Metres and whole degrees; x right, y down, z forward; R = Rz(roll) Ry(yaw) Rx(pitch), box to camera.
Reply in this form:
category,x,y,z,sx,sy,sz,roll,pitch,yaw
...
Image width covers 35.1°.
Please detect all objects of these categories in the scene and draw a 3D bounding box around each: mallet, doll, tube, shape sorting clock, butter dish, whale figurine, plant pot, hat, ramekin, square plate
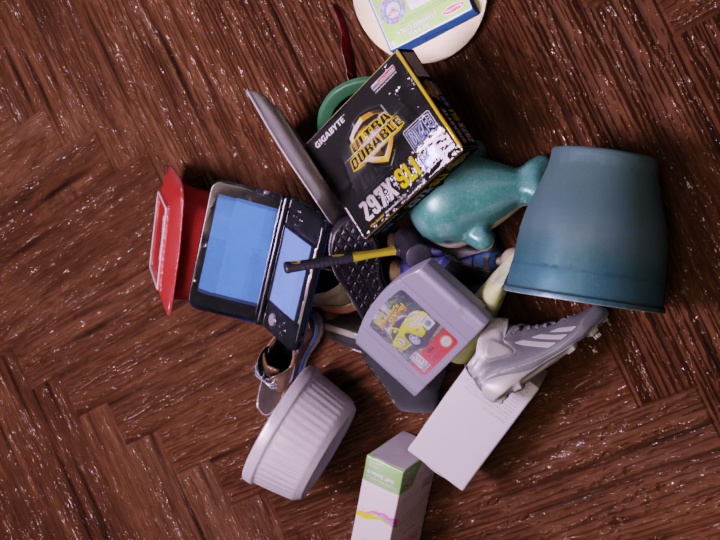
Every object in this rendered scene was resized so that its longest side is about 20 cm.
category,x,y,z,sx,sy,sz,roll,pitch,yaw
mallet,-0.001,-0.015,1.520,0.066,0.199,0.041,-133,35,-56
doll,0.139,-0.012,1.585,0.199,0.048,0.137,1,101,25
tube,0.166,0.054,1.544,0.200,0.052,0.058,116,143,-46
shape sorting clock,0.079,-0.381,1.538,0.199,0.039,0.201,9,109,26
butter dish,-0.241,-0.044,1.756,0.147,0.199,0.201,5,104,-16
whale figurine,0.155,-0.107,1.512,0.199,0.104,0.160,-9,69,22
plant pot,0.289,-0.054,1.410,0.199,0.200,0.189,8,92,29
hat,0.030,-0.247,1.613,0.165,0.176,0.201,2,128,8
ramekin,-0.085,0.250,1.701,0.094,0.202,0.203,30,116,8
square plate,-0.078,-0.148,1.597,0.028,0.200,0.198,-34,73,3

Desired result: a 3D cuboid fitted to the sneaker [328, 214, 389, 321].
category,x,y,z,sx,sy,sz,roll,pitch,yaw
sneaker,0.000,0.000,1.624,0.071,0.083,0.201,-17,121,1

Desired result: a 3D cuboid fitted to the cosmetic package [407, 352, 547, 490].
category,x,y,z,sx,sy,sz,roll,pitch,yaw
cosmetic package,0.163,0.196,1.591,0.102,0.074,0.200,37,115,8

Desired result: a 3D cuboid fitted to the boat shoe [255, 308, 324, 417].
category,x,y,z,sx,sy,sz,roll,pitch,yaw
boat shoe,-0.127,0.146,1.763,0.072,0.072,0.201,35,115,31

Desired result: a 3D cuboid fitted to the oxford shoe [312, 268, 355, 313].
category,x,y,z,sx,sy,sz,roll,pitch,yaw
oxford shoe,-0.094,0.019,1.704,0.199,0.074,0.071,-1,61,24

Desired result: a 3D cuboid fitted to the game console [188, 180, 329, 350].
category,x,y,z,sx,sy,sz,roll,pitch,yaw
game console,-0.147,-0.007,1.620,0.171,0.118,0.201,36,117,55

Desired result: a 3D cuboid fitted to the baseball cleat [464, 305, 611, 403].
category,x,y,z,sx,sy,sz,roll,pitch,yaw
baseball cleat,0.228,0.086,1.497,0.200,0.070,0.107,-36,80,-8

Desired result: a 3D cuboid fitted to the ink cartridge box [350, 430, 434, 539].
category,x,y,z,sx,sy,sz,roll,pitch,yaw
ink cartridge box,0.046,0.354,1.685,0.067,0.117,0.201,19,110,26

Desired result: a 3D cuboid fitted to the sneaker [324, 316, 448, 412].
category,x,y,z,sx,sy,sz,roll,pitch,yaw
sneaker,0.030,0.140,1.670,0.199,0.075,0.107,17,110,25

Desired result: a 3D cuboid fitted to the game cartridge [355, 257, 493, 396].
category,x,y,z,sx,sy,sz,roll,pitch,yaw
game cartridge,0.077,0.076,1.546,0.133,0.041,0.200,44,134,6

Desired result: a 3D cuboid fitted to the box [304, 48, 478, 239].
category,x,y,z,sx,sy,sz,roll,pitch,yaw
box,0.037,-0.162,1.480,0.200,0.049,0.160,-41,76,34
